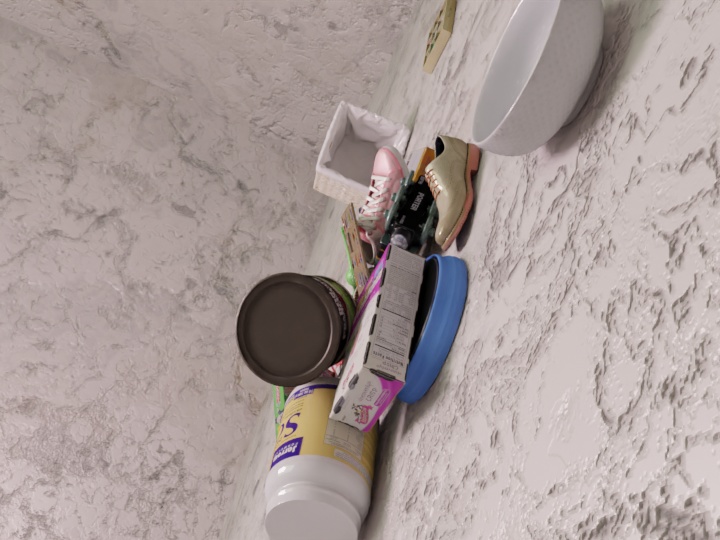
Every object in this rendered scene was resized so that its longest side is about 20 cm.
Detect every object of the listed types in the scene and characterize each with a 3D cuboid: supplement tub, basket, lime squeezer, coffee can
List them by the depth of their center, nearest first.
[{"bbox_3d":[-0.051,0.264,0.999,0.202,0.142,0.147,-79,14,-53],"label":"supplement tub"},{"bbox_3d":[-0.084,0.079,1.061,0.200,0.143,0.150,8,-75,-83],"label":"coffee can"},{"bbox_3d":[-0.008,0.021,1.394,0.071,0.037,0.203,-123,11,-54],"label":"lime squeezer"},{"bbox_3d":[0.000,-0.279,1.864,0.161,0.196,0.202,120,170,-73],"label":"basket"}]

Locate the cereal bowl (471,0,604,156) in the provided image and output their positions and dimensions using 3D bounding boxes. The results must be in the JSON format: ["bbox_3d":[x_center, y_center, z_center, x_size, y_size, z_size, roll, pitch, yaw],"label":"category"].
[{"bbox_3d":[0.196,-0.211,0.780,0.200,0.082,0.204,-158,89,-82],"label":"cereal bowl"}]

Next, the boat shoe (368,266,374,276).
[{"bbox_3d":[0.046,0.036,1.201,0.200,0.070,0.061,-110,15,-76],"label":"boat shoe"}]

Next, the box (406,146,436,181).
[{"bbox_3d":[0.104,-0.173,1.439,0.200,0.041,0.122,-127,58,-83],"label":"box"}]

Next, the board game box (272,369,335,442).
[{"bbox_3d":[-0.083,0.222,1.200,0.029,0.133,0.202,-44,32,23],"label":"board game box"}]

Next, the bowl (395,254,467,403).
[{"bbox_3d":[0.081,0.073,0.980,0.201,0.039,0.205,-158,89,-81],"label":"bowl"}]

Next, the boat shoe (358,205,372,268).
[{"bbox_3d":[0.025,-0.095,1.378,0.072,0.066,0.204,125,166,-68],"label":"boat shoe"}]

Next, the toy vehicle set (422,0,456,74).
[{"bbox_3d":[0.205,-0.613,1.907,0.203,0.026,0.125,-78,12,-46],"label":"toy vehicle set"}]

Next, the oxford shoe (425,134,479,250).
[{"bbox_3d":[0.121,-0.114,1.059,0.071,0.072,0.203,121,167,-48],"label":"oxford shoe"}]

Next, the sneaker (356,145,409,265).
[{"bbox_3d":[0.032,-0.105,1.260,0.075,0.103,0.206,17,118,52],"label":"sneaker"}]

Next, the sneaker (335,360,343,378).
[{"bbox_3d":[-0.007,0.183,1.165,0.201,0.070,0.100,132,160,-65],"label":"sneaker"}]

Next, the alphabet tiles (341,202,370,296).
[{"bbox_3d":[0.000,0.000,1.205,0.167,0.007,0.205,154,103,-83],"label":"alphabet tiles"}]

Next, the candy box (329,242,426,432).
[{"bbox_3d":[0.025,0.087,0.964,0.137,0.060,0.203,119,169,-49],"label":"candy box"}]

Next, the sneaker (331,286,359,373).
[{"bbox_3d":[-0.005,0.108,1.339,0.113,0.070,0.204,130,157,-56],"label":"sneaker"}]

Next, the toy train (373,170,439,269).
[{"bbox_3d":[0.079,-0.073,1.166,0.201,0.083,0.116,-62,-9,-52],"label":"toy train"}]
